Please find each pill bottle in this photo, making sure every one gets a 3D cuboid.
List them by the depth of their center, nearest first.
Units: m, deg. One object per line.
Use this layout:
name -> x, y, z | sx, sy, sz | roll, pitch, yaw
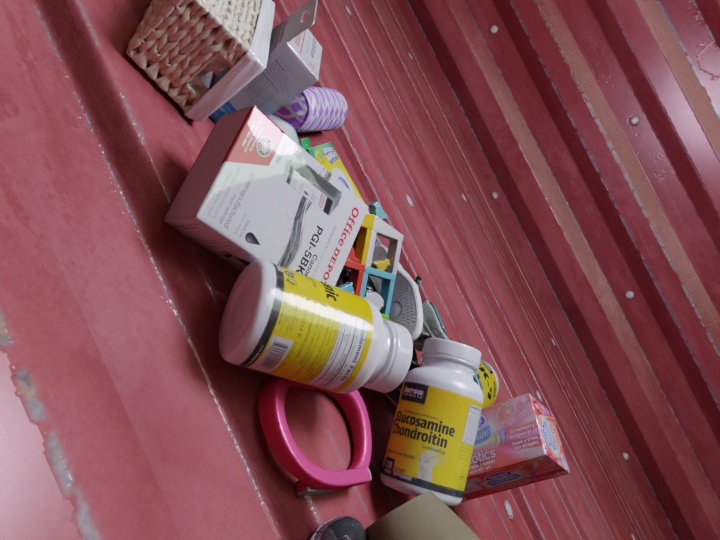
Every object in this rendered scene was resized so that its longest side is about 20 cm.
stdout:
pill bottle -> -0.044, 0.072, 0.622 | 0.199, 0.111, 0.112 | 23, 42, -28
pill bottle -> 0.102, 0.199, 0.761 | 0.112, 0.111, 0.202 | 33, 67, -48
pill bottle -> 0.178, 0.208, 0.998 | 0.200, 0.114, 0.115 | 12, 54, -65

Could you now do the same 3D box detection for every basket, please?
basket -> -0.205, -0.320, 0.746 | 0.123, 0.135, 0.201 | 40, 32, -37

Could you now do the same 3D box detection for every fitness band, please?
fitness band -> -0.044, 0.184, 0.665 | 0.200, 0.037, 0.145 | 26, 42, -55

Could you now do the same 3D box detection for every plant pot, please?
plant pot -> 0.090, 0.356, 0.613 | 0.187, 0.187, 0.201 | 19, 36, -58

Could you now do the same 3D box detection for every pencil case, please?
pencil case -> -0.091, -0.295, 1.023 | 0.085, 0.084, 0.200 | 28, 20, 9

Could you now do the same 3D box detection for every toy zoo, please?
toy zoo -> 0.000, 0.000, 0.803 | 0.131, 0.020, 0.202 | 16, 81, -41

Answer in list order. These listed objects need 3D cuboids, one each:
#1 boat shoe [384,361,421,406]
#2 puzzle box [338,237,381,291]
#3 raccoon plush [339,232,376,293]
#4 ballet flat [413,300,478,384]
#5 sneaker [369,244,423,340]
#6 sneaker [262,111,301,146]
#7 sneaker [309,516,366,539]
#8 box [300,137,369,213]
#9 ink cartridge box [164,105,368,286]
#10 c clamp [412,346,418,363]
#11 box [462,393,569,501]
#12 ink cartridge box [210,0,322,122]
boat shoe -> 0.062, 0.156, 0.827 | 0.200, 0.057, 0.067 | 35, 44, -40
puzzle box -> 0.023, 0.016, 0.995 | 0.134, 0.025, 0.200 | 57, 24, -13
raccoon plush -> -0.045, -0.034, 0.805 | 0.201, 0.097, 0.134 | 55, 29, 10
ballet flat -> 0.119, 0.122, 0.899 | 0.069, 0.069, 0.201 | 43, 14, -38
sneaker -> 0.077, 0.053, 0.915 | 0.118, 0.074, 0.201 | 43, 18, -39
sneaker -> -0.116, -0.147, 0.830 | 0.076, 0.081, 0.200 | 24, -10, 23
sneaker -> -0.007, 0.293, 0.527 | 0.076, 0.115, 0.200 | 62, 24, 1
box -> -0.051, -0.146, 0.989 | 0.201, 0.048, 0.117 | 58, 23, -7
ink cartridge box -> -0.100, -0.068, 0.665 | 0.200, 0.083, 0.148 | 36, 68, -37
c clamp -> 0.028, 0.141, 0.866 | 0.200, 0.027, 0.172 | 40, 42, -37
box -> 0.194, 0.274, 0.856 | 0.103, 0.199, 0.095 | 39, 35, -40
ink cartridge box -> -0.121, -0.285, 0.797 | 0.068, 0.199, 0.116 | 45, 29, -34
